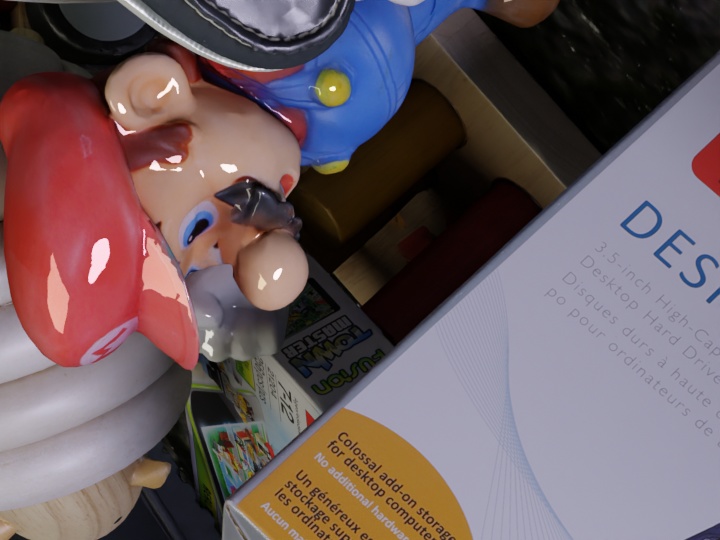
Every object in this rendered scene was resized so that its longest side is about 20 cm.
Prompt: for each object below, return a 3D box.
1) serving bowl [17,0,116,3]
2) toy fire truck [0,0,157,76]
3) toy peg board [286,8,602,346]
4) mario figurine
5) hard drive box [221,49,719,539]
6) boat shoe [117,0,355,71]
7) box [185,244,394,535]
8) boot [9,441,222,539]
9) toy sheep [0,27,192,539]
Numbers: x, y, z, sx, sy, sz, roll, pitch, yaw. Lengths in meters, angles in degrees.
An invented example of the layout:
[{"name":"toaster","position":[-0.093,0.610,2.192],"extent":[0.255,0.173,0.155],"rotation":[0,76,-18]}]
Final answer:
[{"name":"serving bowl","position":[-0.120,-0.156,0.898],"extent":[0.200,0.199,0.066],"rotation":[37,124,28]},{"name":"toy fire truck","position":[-0.164,-0.076,0.997],"extent":[0.129,0.199,0.177],"rotation":[159,106,-72]},{"name":"toy peg board","position":[0.000,0.000,1.011],"extent":[0.199,0.098,0.200],"rotation":[48,158,1]},{"name":"mario figurine","position":[-0.010,-0.038,0.825],"extent":[0.106,0.200,0.124],"rotation":[20,146,51]},{"name":"hard drive box","position":[0.084,0.063,0.815],"extent":[0.156,0.200,0.077],"rotation":[41,157,16]},{"name":"boat shoe","position":[-0.050,-0.126,0.674],"extent":[0.066,0.074,0.200],"rotation":[33,150,63]},{"name":"box","position":[-0.015,0.080,0.992],"extent":[0.110,0.035,0.201],"rotation":[46,154,35]},{"name":"boot","position":[-0.121,0.126,0.998],"extent":[0.199,0.162,0.073],"rotation":[50,155,15]},{"name":"toy sheep","position":[-0.111,-0.005,0.903],"extent":[0.138,0.138,0.201],"rotation":[16,133,54]}]
